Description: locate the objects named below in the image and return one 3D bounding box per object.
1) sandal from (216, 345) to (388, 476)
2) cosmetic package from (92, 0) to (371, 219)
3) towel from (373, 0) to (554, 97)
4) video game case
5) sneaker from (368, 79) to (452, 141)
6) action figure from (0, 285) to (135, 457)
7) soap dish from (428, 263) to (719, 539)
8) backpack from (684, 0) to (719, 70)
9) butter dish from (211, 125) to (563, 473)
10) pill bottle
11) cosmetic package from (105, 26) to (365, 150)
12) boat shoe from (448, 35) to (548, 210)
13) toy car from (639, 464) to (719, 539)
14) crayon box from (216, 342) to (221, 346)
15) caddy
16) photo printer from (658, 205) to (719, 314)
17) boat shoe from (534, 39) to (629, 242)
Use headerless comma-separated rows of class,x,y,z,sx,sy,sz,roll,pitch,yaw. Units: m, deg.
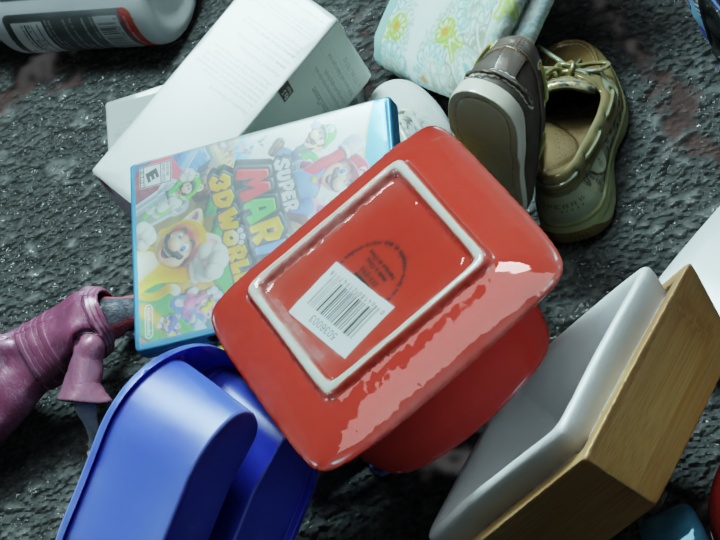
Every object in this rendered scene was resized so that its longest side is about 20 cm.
sandal,-0.036,0.094,1.716,0.199,0.080,0.087,-5,47,23
cosmetic package,-0.093,-0.107,1.887,0.081,0.113,0.200,35,83,23
towel,0.093,-0.227,1.936,0.201,0.048,0.171,-66,27,2
video game case,-0.064,-0.029,1.749,0.199,0.018,0.144,-13,63,20
sneaker,0.029,-0.085,1.877,0.070,0.081,0.201,-16,39,12
action figure,-0.223,0.052,1.808,0.199,0.149,0.134,-31,32,13
soap dish,0.134,0.102,1.549,0.158,0.081,0.200,-58,6,-35
backpack,0.312,-0.208,1.826,0.182,0.135,0.200,-29,40,-6
butter dish,0.037,0.044,1.615,0.199,0.148,0.200,-39,41,-1
pill bottle,-0.246,-0.241,2.154,0.199,0.116,0.116,-1,45,25
cosmetic package,-0.096,-0.117,1.993,0.199,0.051,0.083,-17,40,8
boat shoe,0.093,-0.088,1.762,0.071,0.200,0.060,26,66,13
toy car,0.250,0.115,1.451,0.183,0.201,0.177,-24,39,-1
crayon box,0.000,0.000,1.767,0.199,0.051,0.127,-1,85,26
caddy,-0.116,0.147,1.618,0.105,0.141,0.201,24,93,37
photo printer,0.306,0.011,1.639,0.199,0.070,0.166,22,58,41
boat shoe,0.152,-0.108,1.851,0.073,0.063,0.201,-13,41,13
